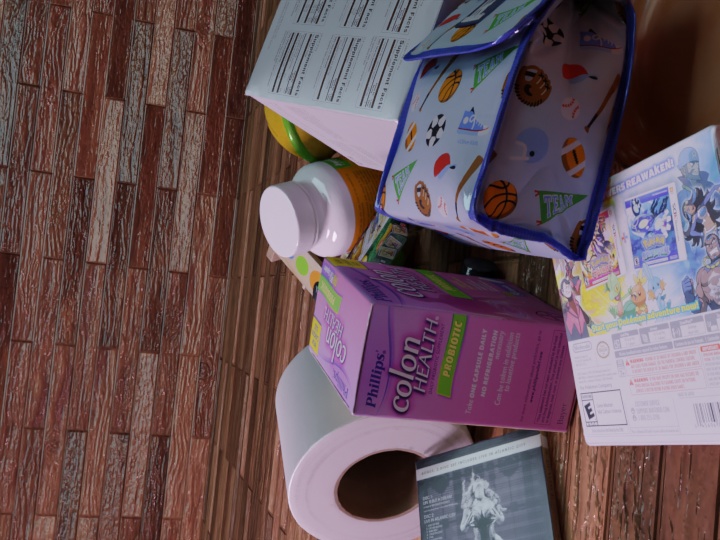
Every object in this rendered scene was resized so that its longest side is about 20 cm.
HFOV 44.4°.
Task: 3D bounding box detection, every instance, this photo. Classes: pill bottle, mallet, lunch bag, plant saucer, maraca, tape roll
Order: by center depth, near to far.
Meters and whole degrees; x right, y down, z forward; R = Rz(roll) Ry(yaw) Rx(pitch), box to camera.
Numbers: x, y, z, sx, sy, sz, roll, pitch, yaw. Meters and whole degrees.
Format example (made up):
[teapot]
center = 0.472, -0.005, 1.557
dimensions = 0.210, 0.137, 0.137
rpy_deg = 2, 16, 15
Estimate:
[plant saucer]
center = 0.234, -0.163, 0.624
dimensions = 0.200, 0.037, 0.203
rpy_deg = -173, 90, -73
[lunch bag]
center = 0.105, -0.122, 0.654
dimensions = 0.170, 0.123, 0.202
rpy_deg = 17, 89, 66
[mallet]
center = 0.050, 0.012, 0.892
dimensions = 0.041, 0.198, 0.066
rpy_deg = -131, 53, -60
[tape roll]
center = 0.013, 0.179, 0.949
dimensions = 0.140, 0.200, 0.204
rpy_deg = -107, 29, -53
[pill bottle]
center = -0.015, -0.079, 1.043
dimensions = 0.111, 0.199, 0.112
rpy_deg = 27, 125, 46
[maraca]
center = -0.050, -0.202, 1.066
dimensions = 0.200, 0.106, 0.139
rpy_deg = -39, -56, -64

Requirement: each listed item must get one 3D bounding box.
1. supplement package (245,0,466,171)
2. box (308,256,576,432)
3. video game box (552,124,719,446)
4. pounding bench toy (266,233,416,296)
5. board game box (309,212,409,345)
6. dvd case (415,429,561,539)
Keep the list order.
[supplement package]
center = 0.039, -0.184, 0.848
dimensions = 0.199, 0.191, 0.148
rpy_deg = 18, 86, 41
[box]
center = 0.071, 0.062, 0.800
dimensions = 0.176, 0.198, 0.098
rpy_deg = -139, 57, -71
[video game box]
center = 0.203, 0.022, 0.590
dimensions = 0.200, 0.046, 0.184
rpy_deg = 150, 111, -69
[pounding bench toy]
center = 0.004, -0.038, 1.218
dimensions = 0.156, 0.199, 0.125
rpy_deg = 47, 135, 26
[board game box]
center = 0.000, 0.000, 0.962
dimensions = 0.201, 0.023, 0.105
rpy_deg = -56, 17, 36
[dvd case]
center = 0.115, 0.253, 0.789
dimensions = 0.148, 0.016, 0.202
rpy_deg = -26, 55, 37
